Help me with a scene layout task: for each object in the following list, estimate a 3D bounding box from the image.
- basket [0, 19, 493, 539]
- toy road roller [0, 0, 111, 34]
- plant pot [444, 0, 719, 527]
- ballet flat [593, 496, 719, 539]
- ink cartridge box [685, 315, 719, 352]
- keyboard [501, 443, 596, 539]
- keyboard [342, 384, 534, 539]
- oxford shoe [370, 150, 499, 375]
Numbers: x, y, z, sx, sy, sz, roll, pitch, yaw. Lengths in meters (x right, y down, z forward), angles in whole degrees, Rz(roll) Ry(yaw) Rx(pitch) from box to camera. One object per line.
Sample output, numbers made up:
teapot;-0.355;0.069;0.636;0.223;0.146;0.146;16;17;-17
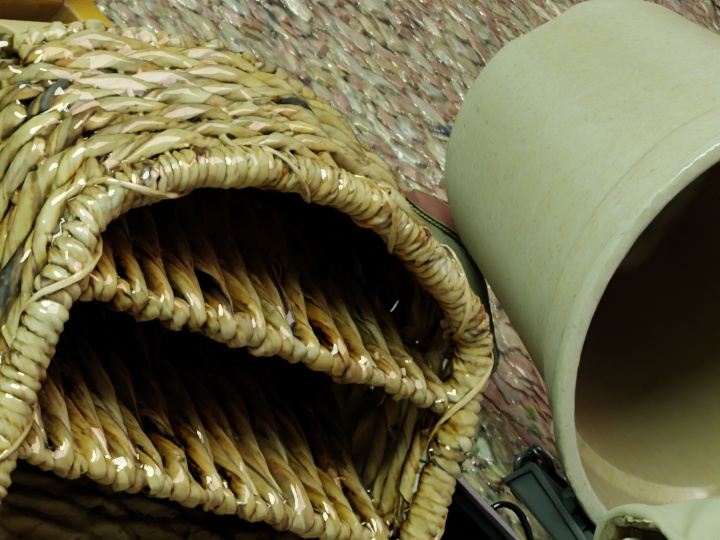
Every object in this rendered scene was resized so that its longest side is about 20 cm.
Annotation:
basket;-0.044;0.029;0.829;0.200;0.143;0.149;23;30;-47
toy road roller;-0.128;-0.126;0.948;0.200;0.146;0.123;51;21;13
plant pot;0.128;-0.013;1.062;0.200;0.201;0.184;32;11;-34
ballet flat;0.102;0.132;0.859;0.069;0.069;0.200;40;18;-16
ink cartridge box;0.198;0.128;1.179;0.200;0.083;0.145;52;7;17
keyboard;0.110;0.121;1.082;0.127;0.021;0.200;49;4;37
keyboard;0.063;0.108;0.972;0.200;0.040;0.104;48;-19;0
oxford shoe;0.000;0.000;1.081;0.200;0.070;0.075;15;39;-55
